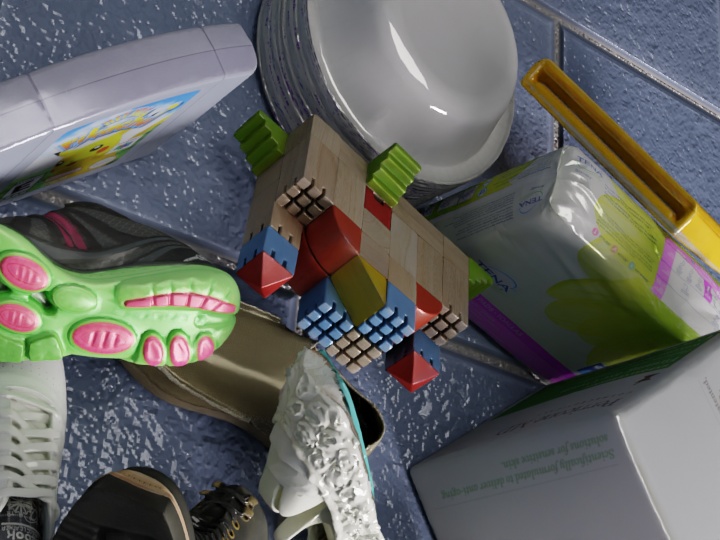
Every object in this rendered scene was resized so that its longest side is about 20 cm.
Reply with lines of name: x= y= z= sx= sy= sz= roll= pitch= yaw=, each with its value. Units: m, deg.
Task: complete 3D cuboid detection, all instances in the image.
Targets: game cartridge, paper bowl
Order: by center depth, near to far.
game cartridge: x=-0.153 y=-0.082 z=0.729 sx=0.199 sy=0.133 sz=0.041 roll=-27 pitch=85 yaw=-43
paper bowl: x=0.033 y=-0.153 z=0.942 sx=0.200 sy=0.104 sz=0.202 roll=17 pitch=63 yaw=-36
game cartridge: x=0.222 y=-0.072 z=1.027 sx=0.177 sy=0.032 sz=0.200 roll=51 pitch=15 yaw=28

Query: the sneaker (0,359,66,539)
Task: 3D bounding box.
sneaker: x=-0.179 y=0.108 z=0.673 sx=0.076 sy=0.080 sz=0.202 roll=22 pitch=57 yaw=-31

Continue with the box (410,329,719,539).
box: x=0.182 y=0.172 z=0.889 sx=0.171 sy=0.198 sz=0.201 roll=-25 pitch=90 yaw=-43

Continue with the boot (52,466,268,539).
boot: x=-0.093 y=0.137 z=0.692 sx=0.077 sy=0.201 sz=0.139 roll=24 pitch=45 yaw=12

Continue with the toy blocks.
toy blocks: x=0.000 y=0.000 z=0.827 sx=0.200 sy=0.100 sz=0.137 roll=41 pitch=30 yaw=-24

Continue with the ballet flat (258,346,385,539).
ballet flat: x=-0.022 y=0.134 z=0.763 sx=0.072 sy=0.071 sz=0.201 roll=-57 pitch=146 yaw=-38

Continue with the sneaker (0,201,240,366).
sneaker: x=-0.163 y=0.003 z=0.702 sx=0.199 sy=0.084 sz=0.077 roll=15 pitch=109 yaw=-30

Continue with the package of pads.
package of pads: x=0.153 y=0.009 z=0.954 sx=0.200 sy=0.154 sz=0.069 roll=38 pitch=53 yaw=-25

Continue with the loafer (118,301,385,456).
loafer: x=-0.061 y=0.059 z=0.804 sx=0.199 sy=0.067 sz=0.077 roll=33 pitch=55 yaw=-29
